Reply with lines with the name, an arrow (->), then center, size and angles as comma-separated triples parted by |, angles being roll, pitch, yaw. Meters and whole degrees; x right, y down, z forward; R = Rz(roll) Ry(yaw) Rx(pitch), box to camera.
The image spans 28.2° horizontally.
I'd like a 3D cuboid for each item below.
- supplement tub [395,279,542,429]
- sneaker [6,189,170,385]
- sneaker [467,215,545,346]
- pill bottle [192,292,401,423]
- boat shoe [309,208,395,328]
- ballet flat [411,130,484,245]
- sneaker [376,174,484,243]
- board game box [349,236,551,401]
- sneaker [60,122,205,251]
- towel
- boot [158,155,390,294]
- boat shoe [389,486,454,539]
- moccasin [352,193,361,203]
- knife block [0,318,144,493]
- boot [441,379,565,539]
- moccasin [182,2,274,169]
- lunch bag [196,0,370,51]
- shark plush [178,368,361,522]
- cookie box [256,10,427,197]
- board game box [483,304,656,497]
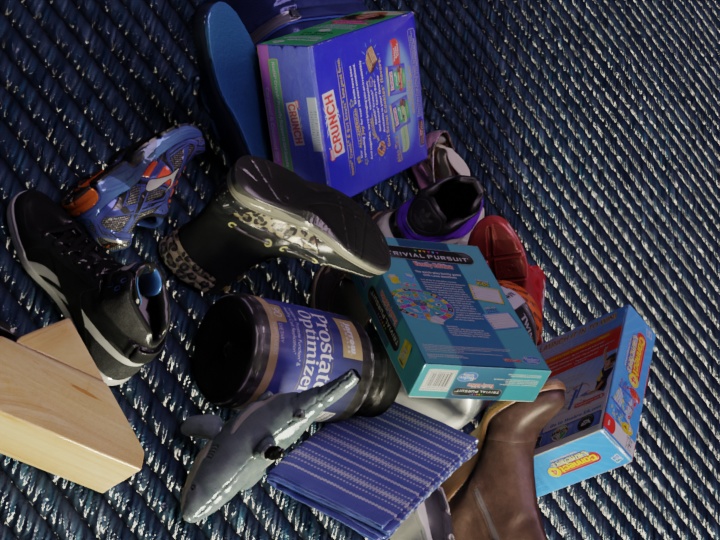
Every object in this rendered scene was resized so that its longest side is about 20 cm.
supplement tub -> 0.119, 0.089, 1.605 | 0.123, 0.122, 0.200 | 57, 39, 0
sneaker -> -0.236, -0.005, 1.306 | 0.073, 0.112, 0.201 | -27, 85, -52
sneaker -> 0.177, 0.001, 1.741 | 0.116, 0.078, 0.201 | -74, 154, -55
pill bottle -> -0.058, 0.092, 1.427 | 0.199, 0.112, 0.112 | 13, 56, -40
boat shoe -> 0.000, 0.000, 1.579 | 0.074, 0.073, 0.201 | 37, 43, -22
ballet flat -> 0.114, -0.082, 1.755 | 0.069, 0.071, 0.201 | -2, 67, -41
sneaker -> 0.107, -0.074, 1.620 | 0.070, 0.099, 0.200 | 55, 34, 2
board game box -> 0.088, 0.048, 1.485 | 0.150, 0.047, 0.200 | 6, 37, -28
sneaker -> -0.217, -0.083, 1.425 | 0.200, 0.075, 0.079 | -45, 114, -47
towel -> 0.015, 0.195, 1.447 | 0.144, 0.024, 0.200 | 22, 31, 24
boot -> -0.086, -0.025, 1.444 | 0.203, 0.154, 0.074 | 27, 43, -32
boat shoe -> 0.072, 0.303, 1.456 | 0.060, 0.074, 0.201 | 13, 48, -35
moccasin -> -0.068, -0.127, 1.591 | 0.199, 0.080, 0.069 | 30, 50, -28
knife block -> -0.298, 0.117, 1.199 | 0.175, 0.064, 0.201 | -26, 85, -50
boot -> 0.169, 0.228, 1.496 | 0.072, 0.200, 0.167 | 12, 42, -50
moccasin -> -0.144, -0.178, 1.486 | 0.080, 0.068, 0.201 | -42, 128, -44
lunch bag -> -0.080, -0.272, 1.629 | 0.200, 0.136, 0.133 | -18, 78, -50
shark plush -> -0.078, 0.160, 1.312 | 0.083, 0.199, 0.091 | -93, 157, -69
cookie box -> -0.015, -0.178, 1.539 | 0.200, 0.075, 0.172 | -30, 118, -52
board game box -> 0.224, 0.155, 1.608 | 0.056, 0.200, 0.196 | 45, 41, -20
